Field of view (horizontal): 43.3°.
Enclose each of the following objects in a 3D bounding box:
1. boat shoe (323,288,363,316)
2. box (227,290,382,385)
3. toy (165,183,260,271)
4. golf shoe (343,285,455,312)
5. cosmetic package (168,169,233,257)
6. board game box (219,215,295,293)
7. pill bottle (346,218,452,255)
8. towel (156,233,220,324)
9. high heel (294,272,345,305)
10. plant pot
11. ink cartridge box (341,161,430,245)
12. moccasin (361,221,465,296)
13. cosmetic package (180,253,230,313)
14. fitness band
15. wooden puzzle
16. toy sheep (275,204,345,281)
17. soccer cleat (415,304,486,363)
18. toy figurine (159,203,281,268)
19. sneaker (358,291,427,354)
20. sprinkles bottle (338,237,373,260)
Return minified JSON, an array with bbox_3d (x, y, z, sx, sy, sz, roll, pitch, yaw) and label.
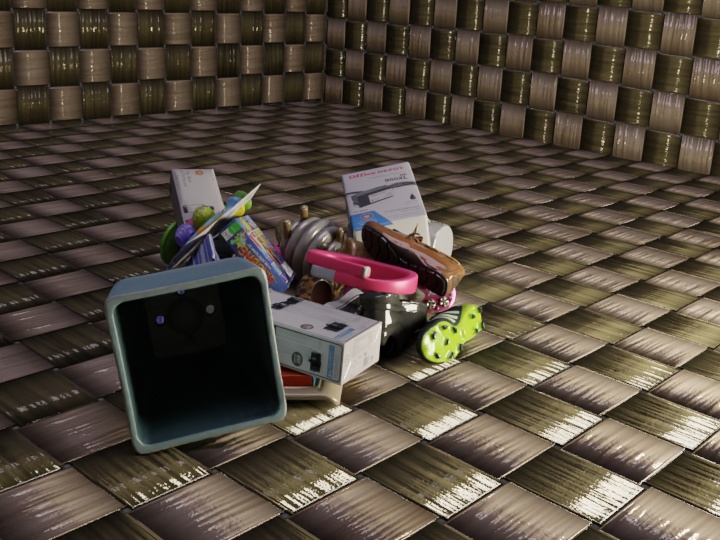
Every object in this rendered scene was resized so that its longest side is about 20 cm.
[{"bbox_3d":[-0.016,0.082,1.451,0.063,0.072,0.200,28,16,12],"label":"boat shoe"},{"bbox_3d":[-0.081,0.092,1.295,0.196,0.062,0.116,14,20,28],"label":"box"},{"bbox_3d":[-0.249,-0.074,1.445,0.047,0.115,0.200,46,45,2],"label":"toy"},{"bbox_3d":[0.067,0.048,1.593,0.195,0.077,0.092,1,-5,1],"label":"golf shoe"},{"bbox_3d":[-0.280,-0.098,1.589,0.081,0.051,0.202,-1,45,-24],"label":"cosmetic package"},{"bbox_3d":[-0.165,-0.026,1.490,0.034,0.136,0.200,-39,4,2],"label":"board game box"},{"bbox_3d":[0.080,-0.062,1.828,0.196,0.117,0.113,14,21,28],"label":"pill bottle"},{"bbox_3d":[-0.268,0.048,1.339,0.024,0.202,0.145,32,6,-21],"label":"towel"},{"bbox_3d":[-0.063,0.060,1.492,0.198,0.073,0.141,-27,28,-32],"label":"high heel"},{"bbox_3d":[-0.219,0.086,1.174,0.191,0.201,0.200,-12,16,-14],"label":"plant pot"},{"bbox_3d":[0.046,-0.113,1.736,0.141,0.086,0.202,-11,36,-2],"label":"ink cartridge box"},{"bbox_3d":[0.087,-0.031,1.548,0.199,0.075,0.077,24,43,28],"label":"moccasin"},{"bbox_3d":[-0.227,0.041,1.437,0.085,0.106,0.200,-5,13,-20],"label":"cosmetic package"},{"bbox_3d":[0.000,0.000,1.488,0.197,0.038,0.142,16,9,32],"label":"fitness band"},{"bbox_3d":[-0.121,0.137,1.312,0.195,0.038,0.185,4,18,2],"label":"wooden puzzle"},{"bbox_3d":[-0.082,-0.036,1.696,0.198,0.140,0.137,35,31,24],"label":"toy sheep"},{"bbox_3d":[0.129,0.101,1.444,0.080,0.069,0.199,-7,9,34],"label":"soccer cleat"},{"bbox_3d":[-0.232,-0.027,1.638,0.181,0.154,0.199,22,15,24],"label":"toy figurine"},{"bbox_3d":[0.051,0.088,1.443,0.074,0.093,0.199,-4,-9,28],"label":"sneaker"},{"bbox_3d":[0.057,-0.005,1.643,0.196,0.070,0.068,14,12,-26],"label":"sprinkles bottle"}]
